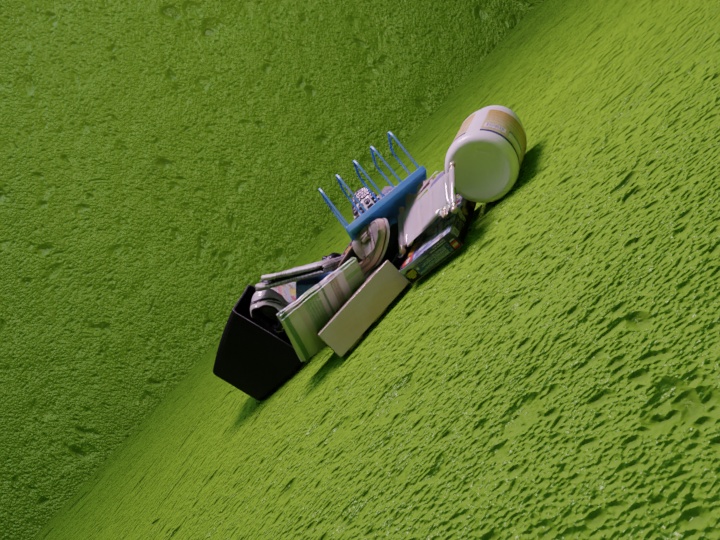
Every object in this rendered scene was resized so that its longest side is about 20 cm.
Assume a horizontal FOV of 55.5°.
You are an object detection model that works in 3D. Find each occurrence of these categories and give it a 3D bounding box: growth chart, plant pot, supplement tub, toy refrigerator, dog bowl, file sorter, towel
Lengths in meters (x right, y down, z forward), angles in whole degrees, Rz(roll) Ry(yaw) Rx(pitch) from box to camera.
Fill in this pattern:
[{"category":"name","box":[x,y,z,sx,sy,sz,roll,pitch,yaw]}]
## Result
[{"category":"growth chart","box":[0.125,-0.123,1.317,0.200,0.018,0.147,-41,34,49]},{"category":"plant pot","box":[-0.242,0.183,1.626,0.179,0.198,0.200,-56,7,14]},{"category":"supplement tub","box":[0.255,-0.238,1.367,0.144,0.144,0.201,-38,12,35]},{"category":"toy refrigerator","box":[0.006,0.077,1.357,0.200,0.070,0.076,-47,3,-9]},{"category":"dog bowl","box":[-0.068,0.039,1.595,0.197,0.050,0.111,-5,16,31]},{"category":"file sorter","box":[0.026,-0.169,1.432,0.199,0.123,0.139,-39,-13,-2]},{"category":"towel","box":[-0.068,0.079,1.388,0.199,0.150,0.031,-38,46,-17]},{"category":"towel","box":[-0.119,-0.004,1.542,0.197,0.035,0.192,-16,4,27]}]

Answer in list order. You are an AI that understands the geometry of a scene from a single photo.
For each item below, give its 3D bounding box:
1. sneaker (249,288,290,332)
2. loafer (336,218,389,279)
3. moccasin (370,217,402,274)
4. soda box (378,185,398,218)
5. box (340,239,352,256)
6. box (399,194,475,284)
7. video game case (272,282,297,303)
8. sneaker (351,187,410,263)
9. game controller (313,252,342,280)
[{"category":"sneaker","box":[-0.160,0.117,1.542,0.088,0.197,0.076,-75,9,-62]},{"category":"loafer","box":[0.004,-0.036,1.396,0.201,0.062,0.073,119,147,-56]},{"category":"moccasin","box":[0.059,-0.013,1.457,0.081,0.067,0.202,-83,12,-52]},{"category":"soda box","box":[0.125,-0.147,1.534,0.198,0.064,0.069,5,49,43]},{"category":"box","box":[0.011,-0.060,1.743,0.201,0.040,0.138,-55,-17,-24]},{"category":"box","box":[0.158,-0.071,1.353,0.137,0.040,0.201,-39,12,34]},{"category":"video game case","box":[-0.138,0.074,1.685,0.200,0.179,0.023,-83,5,-73]},{"category":"sneaker","box":[0.047,-0.094,1.546,0.076,0.202,0.089,-32,-3,6]},{"category":"game controller","box":[-0.069,0.003,1.756,0.105,0.042,0.200,-57,-16,7]}]
